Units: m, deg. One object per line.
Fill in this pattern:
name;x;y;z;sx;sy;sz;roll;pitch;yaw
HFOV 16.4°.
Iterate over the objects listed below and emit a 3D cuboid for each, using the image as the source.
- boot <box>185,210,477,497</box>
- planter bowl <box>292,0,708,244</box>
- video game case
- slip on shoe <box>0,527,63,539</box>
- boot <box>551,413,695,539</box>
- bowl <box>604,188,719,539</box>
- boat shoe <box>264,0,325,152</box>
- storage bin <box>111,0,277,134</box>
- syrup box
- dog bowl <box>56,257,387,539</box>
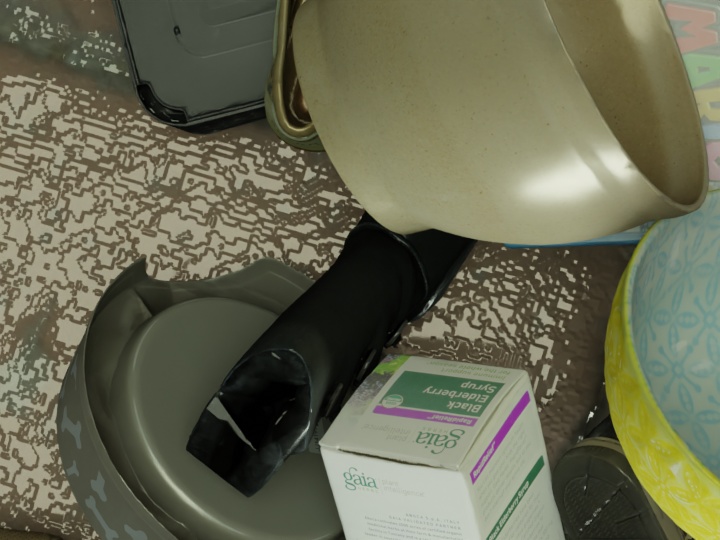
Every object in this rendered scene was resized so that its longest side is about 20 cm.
boot;0.000;0.001;1.227;0.066;0.200;0.165;30;126;15
planter bowl;0.055;-0.094;1.139;0.135;0.200;0.200;-24;89;22
video game case;0.167;-0.085;1.220;0.200;0.018;0.143;-2;88;7
slip on shoe;-0.180;0.162;1.326;0.200;0.076;0.061;34;98;0
boot;0.175;0.126;1.282;0.073;0.151;0.200;-4;125;39
bowl;0.191;0.070;1.159;0.200;0.108;0.200;12;50;-15
boat shoe;-0.001;-0.156;1.229;0.073;0.063;0.200;11;90;4
storage bin;-0.065;-0.181;1.310;0.135;0.094;0.200;-14;90;4
syrup box;0.051;0.144;1.230;0.079;0.081;0.200;6;127;30
dog bowl;-0.064;0.085;1.273;0.200;0.200;0.059;49;133;2
